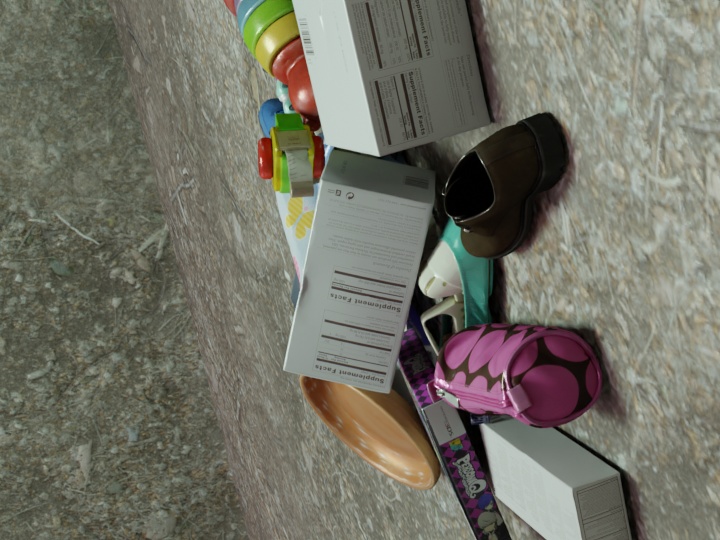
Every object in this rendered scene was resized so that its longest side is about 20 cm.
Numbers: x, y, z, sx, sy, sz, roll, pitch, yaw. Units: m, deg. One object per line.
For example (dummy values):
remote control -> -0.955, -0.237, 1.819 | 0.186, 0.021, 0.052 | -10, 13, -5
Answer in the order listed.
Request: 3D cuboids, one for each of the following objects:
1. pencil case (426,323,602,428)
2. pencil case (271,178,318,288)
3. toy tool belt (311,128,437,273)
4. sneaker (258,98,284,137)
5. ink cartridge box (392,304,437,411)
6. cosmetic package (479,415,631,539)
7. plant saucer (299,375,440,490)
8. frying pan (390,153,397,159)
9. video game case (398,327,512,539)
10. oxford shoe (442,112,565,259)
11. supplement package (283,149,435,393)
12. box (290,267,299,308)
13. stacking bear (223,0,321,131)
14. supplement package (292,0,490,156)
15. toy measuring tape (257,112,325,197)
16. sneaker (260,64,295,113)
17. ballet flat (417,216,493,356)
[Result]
pencil case -> 0.129, 0.093, 1.162 | 0.200, 0.093, 0.091 | 165, 88, -75
pencil case -> -0.043, -0.054, 1.496 | 0.091, 0.083, 0.201 | 10, -122, -58
toy tool belt -> -0.008, -0.075, 1.414 | 0.125, 0.122, 0.201 | 114, 137, -69
sneaker -> -0.071, -0.174, 1.638 | 0.200, 0.066, 0.079 | 50, 161, 45
ink cartridge box -> 0.034, 0.058, 1.564 | 0.198, 0.043, 0.201 | -121, 19, -44
cosmetic package -> 0.171, 0.190, 1.196 | 0.200, 0.050, 0.083 | -147, 44, -68
plant saucer -> 0.016, 0.173, 1.546 | 0.200, 0.037, 0.200 | 34, 157, 17
frying pan -> 0.020, -0.216, 1.333 | 0.115, 0.031, 0.191 | 127, 122, -74
video game case -> 0.090, 0.172, 1.372 | 0.200, 0.036, 0.182 | -115, 1, -72
oxford shoe -> 0.101, -0.062, 1.113 | 0.200, 0.084, 0.073 | 101, 146, -64
supplement package -> 0.000, 0.000, 1.314 | 0.114, 0.109, 0.201 | -77, -1, -69
box -> -0.030, 0.057, 1.614 | 0.200, 0.051, 0.158 | 109, 141, -67
stacking bear -> -0.062, -0.241, 1.404 | 0.114, 0.121, 0.201 | 23, -143, -62
supplement package -> 0.018, -0.216, 1.186 | 0.156, 0.110, 0.201 | -153, 49, -69
toy measuring tape -> -0.064, -0.094, 1.308 | 0.200, 0.073, 0.074 | -106, 6, -61
sneaker -> -0.076, -0.237, 1.598 | 0.140, 0.077, 0.201 | 125, 136, -74
ballet flat -> 0.091, 0.027, 1.271 | 0.067, 0.070, 0.201 | -130, 28, -55
